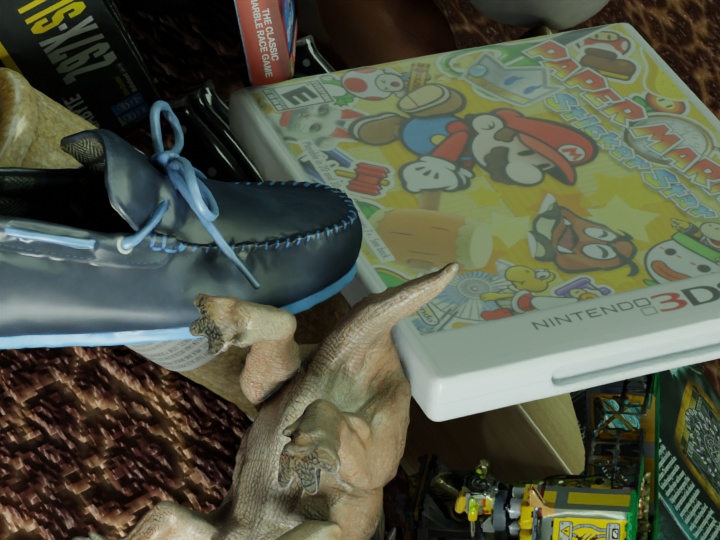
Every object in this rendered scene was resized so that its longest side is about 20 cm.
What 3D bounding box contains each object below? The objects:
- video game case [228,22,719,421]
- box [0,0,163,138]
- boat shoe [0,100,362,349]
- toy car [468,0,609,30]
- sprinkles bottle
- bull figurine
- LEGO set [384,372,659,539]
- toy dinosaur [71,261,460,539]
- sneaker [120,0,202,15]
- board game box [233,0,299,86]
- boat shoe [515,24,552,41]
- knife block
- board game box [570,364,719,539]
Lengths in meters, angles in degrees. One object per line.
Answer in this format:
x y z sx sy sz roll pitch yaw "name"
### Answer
0.069 -0.026 1.123 0.182 0.023 0.200 -11 39 -21 "video game case"
-0.142 -0.147 1.097 0.160 0.049 0.200 62 -1 19 "box"
-0.087 -0.014 0.999 0.200 0.069 0.084 -9 24 -31 "boat shoe"
0.036 -0.206 1.312 0.200 0.150 0.175 13 83 -46 "toy car"
-0.075 -0.002 1.101 0.200 0.068 0.068 33 33 -34 "sprinkles bottle"
0.009 -0.117 1.367 0.121 0.065 0.200 -15 70 -55 "bull figurine"
0.050 0.098 1.101 0.200 0.116 0.154 -77 166 -51 "LEGO set"
-0.015 0.073 1.024 0.086 0.200 0.136 32 14 30 "toy dinosaur"
-0.091 -0.153 1.243 0.200 0.071 0.083 -106 -170 -73 "sneaker"
-0.044 -0.142 1.208 0.200 0.019 0.103 -93 171 -78 "board game box"
0.080 -0.036 1.245 0.065 0.072 0.200 43 23 -16 "boat shoe"
0.000 0.000 1.223 0.176 0.064 0.200 27 37 -39 "knife block"
0.150 0.097 1.340 0.135 0.028 0.200 56 18 2 "board game box"
